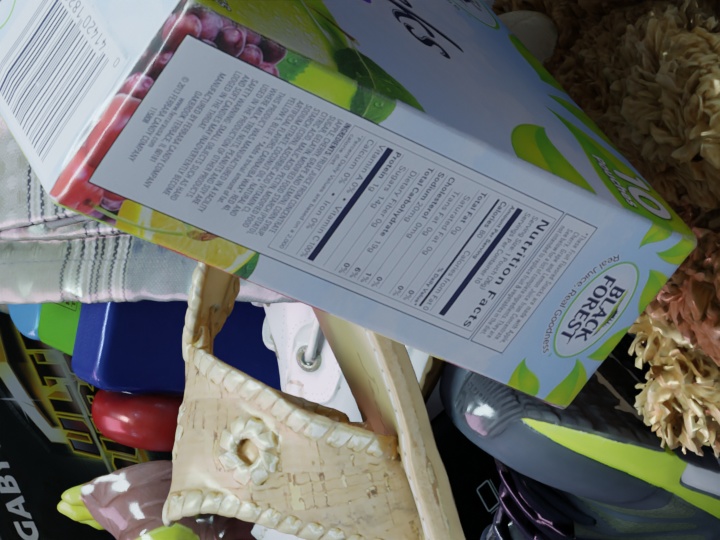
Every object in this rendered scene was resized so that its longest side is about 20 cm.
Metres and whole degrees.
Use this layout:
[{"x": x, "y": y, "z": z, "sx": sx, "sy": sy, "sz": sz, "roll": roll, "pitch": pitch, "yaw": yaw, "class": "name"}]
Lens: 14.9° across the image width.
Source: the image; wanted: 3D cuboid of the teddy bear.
[{"x": 0.070, "y": -0.027, "z": 0.632, "sx": 0.200, "sy": 0.066, "sz": 0.146, "roll": -124, "pitch": 14, "yaw": -47, "class": "teddy bear"}]

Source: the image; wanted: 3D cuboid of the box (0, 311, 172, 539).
[{"x": -0.102, "y": 0.047, "z": 0.950, "sx": 0.159, "sy": 0.049, "sz": 0.201, "roll": 8, "pitch": -133, "yaw": -49, "class": "box"}]

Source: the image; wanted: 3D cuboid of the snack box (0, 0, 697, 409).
[{"x": -0.032, "y": -0.063, "z": 0.602, "sx": 0.142, "sy": 0.053, "sz": 0.200, "roll": 24, "pitch": -160, "yaw": -39, "class": "snack box"}]

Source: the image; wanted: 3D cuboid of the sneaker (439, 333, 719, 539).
[{"x": 0.064, "y": 0.067, "z": 0.730, "sx": 0.074, "sy": 0.081, "sz": 0.200, "roll": 47, "pitch": -176, "yaw": 30, "class": "sneaker"}]

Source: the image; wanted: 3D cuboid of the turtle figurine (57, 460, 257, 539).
[{"x": -0.046, "y": 0.140, "z": 0.824, "sx": 0.064, "sy": 0.199, "sz": 0.162, "roll": -37, "pitch": 56, "yaw": 42, "class": "turtle figurine"}]

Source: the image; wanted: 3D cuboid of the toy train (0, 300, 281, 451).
[{"x": -0.029, "y": 0.007, "z": 0.917, "sx": 0.115, "sy": 0.199, "sz": 0.085, "roll": 20, "pitch": 101, "yaw": 49, "class": "toy train"}]

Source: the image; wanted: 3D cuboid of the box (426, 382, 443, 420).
[{"x": 0.035, "y": 0.073, "z": 1.033, "sx": 0.200, "sy": 0.106, "sz": 0.153, "roll": 77, "pitch": 166, "yaw": -60, "class": "box"}]

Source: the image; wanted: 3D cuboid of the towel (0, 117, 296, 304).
[{"x": -0.052, "y": -0.088, "z": 0.761, "sx": 0.034, "sy": 0.192, "sz": 0.201, "roll": -9, "pitch": -87, "yaw": -54, "class": "towel"}]

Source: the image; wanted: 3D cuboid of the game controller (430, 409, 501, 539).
[{"x": 0.079, "y": 0.116, "z": 0.842, "sx": 0.042, "sy": 0.104, "sz": 0.201, "roll": -11, "pitch": 116, "yaw": 46, "class": "game controller"}]

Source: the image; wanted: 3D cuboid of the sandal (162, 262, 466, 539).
[{"x": -0.013, "y": 0.055, "z": 0.676, "sx": 0.213, "sy": 0.069, "sz": 0.078, "roll": 63, "pitch": 172, "yaw": -1, "class": "sandal"}]

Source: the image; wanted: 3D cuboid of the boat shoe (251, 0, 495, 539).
[{"x": 0.000, "y": 0.000, "z": 0.813, "sx": 0.071, "sy": 0.069, "sz": 0.201, "roll": -61, "pitch": -6, "yaw": -65, "class": "boat shoe"}]
